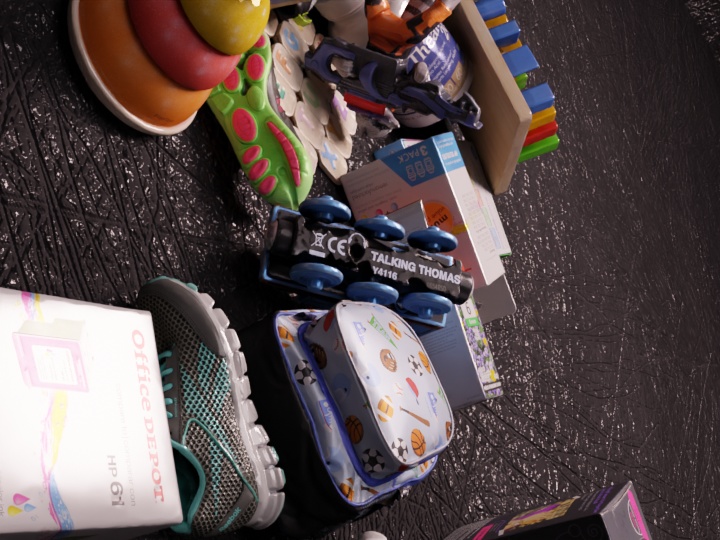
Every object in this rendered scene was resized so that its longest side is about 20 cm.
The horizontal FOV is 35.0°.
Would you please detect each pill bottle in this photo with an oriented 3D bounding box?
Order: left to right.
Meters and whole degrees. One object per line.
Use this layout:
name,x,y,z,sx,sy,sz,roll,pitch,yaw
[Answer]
pill bottle,0.033,-0.263,1.284,0.200,0.110,0.112,43,38,-37

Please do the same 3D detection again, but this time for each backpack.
backpack,-0.015,0.112,0.936,0.190,0.153,0.202,5,64,-68

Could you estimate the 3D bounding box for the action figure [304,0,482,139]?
action figure,0.056,-0.220,1.179,0.198,0.195,0.105,29,19,10

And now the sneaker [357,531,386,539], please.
sneaker,0.016,0.323,0.935,0.080,0.070,0.202,-17,83,-45

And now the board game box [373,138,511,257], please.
board game box,0.101,-0.077,1.349,0.199,0.040,0.155,-9,79,-60

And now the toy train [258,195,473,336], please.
toy train,0.000,0.000,1.012,0.198,0.114,0.088,14,70,-20

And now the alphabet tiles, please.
alphabet tiles,-0.064,-0.190,1.174,0.196,0.014,0.202,48,36,-32

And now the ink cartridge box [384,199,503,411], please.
ink cartridge box,0.058,0.043,1.128,0.050,0.108,0.203,-3,74,-59

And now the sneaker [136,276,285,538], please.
sneaker,-0.126,0.100,0.827,0.091,0.077,0.202,-14,76,-45

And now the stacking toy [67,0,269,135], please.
stacking toy,-0.119,-0.207,0.905,0.146,0.198,0.148,37,41,-43

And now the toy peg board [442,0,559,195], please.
toy peg board,0.176,-0.232,1.382,0.200,0.097,0.202,96,-29,-69

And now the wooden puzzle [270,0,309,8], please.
wooden puzzle,-0.125,-0.262,0.963,0.199,0.184,0.047,28,69,-47

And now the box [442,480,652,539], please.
box,0.171,0.290,1.065,0.106,0.198,0.124,-13,83,-60

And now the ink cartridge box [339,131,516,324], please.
ink cartridge box,0.072,-0.027,1.186,0.068,0.114,0.202,-26,94,-65

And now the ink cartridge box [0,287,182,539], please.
ink cartridge box,-0.208,0.091,0.680,0.199,0.084,0.146,15,58,-56

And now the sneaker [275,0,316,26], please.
sneaker,-0.104,-0.334,1.135,0.200,0.071,0.083,48,38,-21

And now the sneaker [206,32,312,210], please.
sneaker,-0.099,-0.138,1.044,0.084,0.076,0.202,89,-17,-70
